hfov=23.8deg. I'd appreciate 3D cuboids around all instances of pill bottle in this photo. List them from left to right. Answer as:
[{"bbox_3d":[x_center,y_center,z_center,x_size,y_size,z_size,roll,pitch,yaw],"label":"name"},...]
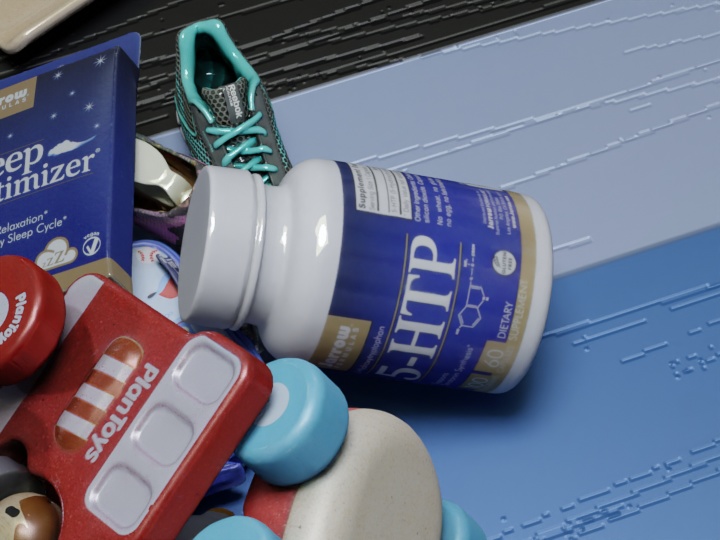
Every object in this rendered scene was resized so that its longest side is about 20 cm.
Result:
[{"bbox_3d":[0.000,0.000,0.988,0.198,0.120,0.121,8,56,-15],"label":"pill bottle"}]

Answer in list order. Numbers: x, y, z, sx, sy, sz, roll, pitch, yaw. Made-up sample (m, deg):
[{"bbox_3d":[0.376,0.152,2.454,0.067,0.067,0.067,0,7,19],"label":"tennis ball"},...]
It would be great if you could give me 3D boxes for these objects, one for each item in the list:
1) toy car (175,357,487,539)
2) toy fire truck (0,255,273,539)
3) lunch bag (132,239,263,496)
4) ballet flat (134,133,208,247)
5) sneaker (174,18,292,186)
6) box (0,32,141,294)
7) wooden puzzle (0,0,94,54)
[{"bbox_3d":[-0.066,0.162,0.926,0.198,0.184,0.178,-7,52,35],"label":"toy car"},{"bbox_3d":[-0.152,0.099,0.866,0.167,0.112,0.201,28,79,40],"label":"toy fire truck"},{"bbox_3d":[-0.149,0.083,1.012,0.199,0.076,0.161,-33,63,-14],"label":"lunch bag"},{"bbox_3d":[-0.153,-0.065,1.072,0.199,0.071,0.069,20,67,37],"label":"ballet flat"},{"bbox_3d":[-0.081,-0.078,1.094,0.077,0.092,0.201,-21,59,-8],"label":"sneaker"},{"bbox_3d":[-0.190,-0.058,1.020,0.120,0.032,0.202,-17,53,19],"label":"box"},{"bbox_3d":[-0.229,-0.254,1.254,0.184,0.037,0.200,-37,58,-16],"label":"wooden puzzle"}]
